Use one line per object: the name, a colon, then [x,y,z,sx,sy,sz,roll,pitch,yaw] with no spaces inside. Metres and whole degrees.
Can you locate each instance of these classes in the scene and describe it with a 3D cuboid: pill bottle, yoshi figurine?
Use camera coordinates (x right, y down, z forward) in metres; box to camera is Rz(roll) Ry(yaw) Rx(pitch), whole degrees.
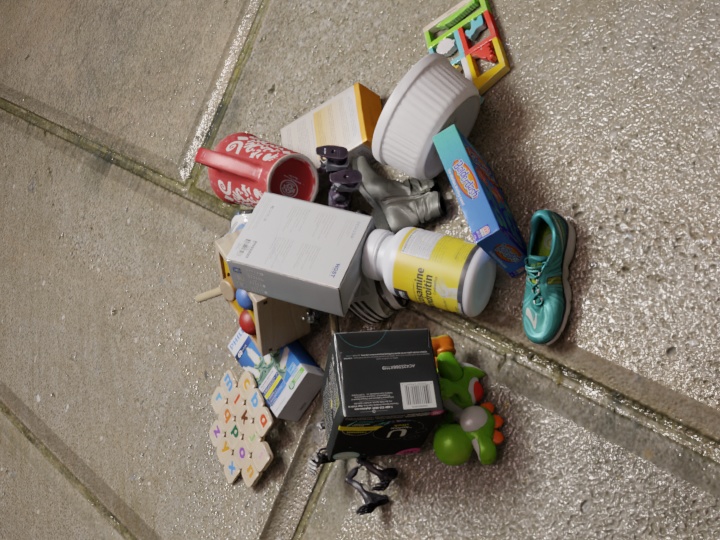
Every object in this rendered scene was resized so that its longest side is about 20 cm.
pill bottle: [0.105,-0.004,1.440,0.197,0.112,0.114,15,85,27]
yoshi figurine: [0.132,0.208,1.384,0.112,0.111,0.202,-44,54,29]

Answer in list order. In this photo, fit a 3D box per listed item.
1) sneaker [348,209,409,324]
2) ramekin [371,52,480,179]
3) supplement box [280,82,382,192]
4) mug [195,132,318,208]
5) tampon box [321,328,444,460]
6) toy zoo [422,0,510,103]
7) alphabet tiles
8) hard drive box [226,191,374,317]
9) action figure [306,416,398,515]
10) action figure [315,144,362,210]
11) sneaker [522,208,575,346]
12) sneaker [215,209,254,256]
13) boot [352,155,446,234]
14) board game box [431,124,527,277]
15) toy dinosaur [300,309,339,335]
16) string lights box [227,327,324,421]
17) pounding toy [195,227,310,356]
sneaker: [0.000,0.000,1.578,0.115,0.075,0.203,-34,59,25]
ramekin: [0.113,-0.240,1.488,0.094,0.202,0.204,35,100,16]
supplement box: [-0.050,-0.239,1.699,0.198,0.073,0.128,-24,62,32]
mug: [-0.187,-0.162,1.633,0.199,0.176,0.136,22,123,51]
tampon box: [0.026,0.189,1.366,0.201,0.147,0.128,104,161,-60]
toy zoo: [0.184,-0.370,1.582,0.130,0.020,0.203,-29,59,30]
alphabet tiles: [-0.218,0.286,1.674,0.197,0.014,0.201,-57,49,35]
hard drive box: [-0.093,-0.029,1.482,0.197,0.077,0.157,14,54,17]
action figure: [-0.024,0.288,1.488,0.200,0.101,0.120,50,120,37]
action figure: [-0.041,-0.142,1.588,0.068,0.200,0.132,-10,70,-7]
sneaker: [0.264,0.009,1.350,0.077,0.079,0.204,-3,75,36]
sneaker: [-0.227,-0.036,1.739,0.200,0.075,0.078,122,138,-58]
boot: [0.071,-0.143,1.587,0.130,0.068,0.202,-32,56,13]
board game box: [0.188,-0.105,1.402,0.045,0.152,0.202,-30,59,18]
toy dinosaur: [-0.057,0.058,1.543,0.047,0.088,0.204,-8,72,29]
string lights box: [-0.153,0.165,1.662,0.103,0.059,0.200,-55,49,13]
pounding toy: [-0.197,0.033,1.611,0.141,0.186,0.201,-25,55,-20]
